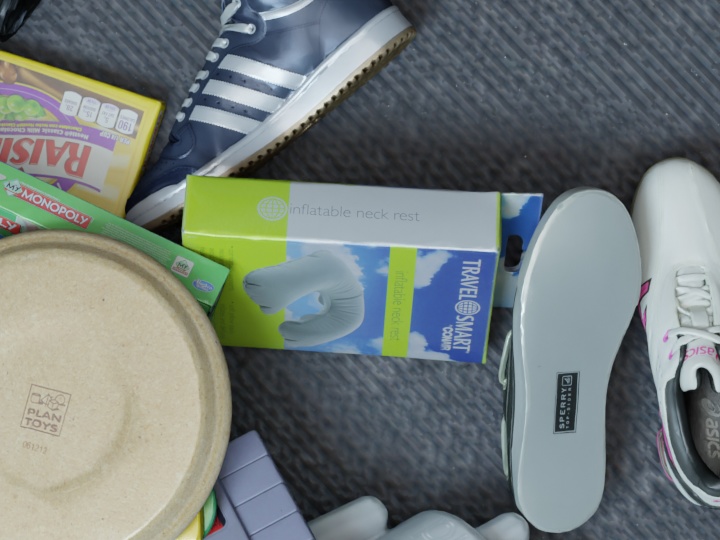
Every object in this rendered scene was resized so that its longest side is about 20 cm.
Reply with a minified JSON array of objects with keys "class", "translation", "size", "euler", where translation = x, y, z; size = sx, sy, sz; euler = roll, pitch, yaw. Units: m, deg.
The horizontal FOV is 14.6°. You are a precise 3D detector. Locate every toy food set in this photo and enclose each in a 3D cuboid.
[{"class":"toy food set","translation":[-0.167,0.077,1.521],"size":[0.199,0.049,0.199],"euler":[-1,85,4]}]

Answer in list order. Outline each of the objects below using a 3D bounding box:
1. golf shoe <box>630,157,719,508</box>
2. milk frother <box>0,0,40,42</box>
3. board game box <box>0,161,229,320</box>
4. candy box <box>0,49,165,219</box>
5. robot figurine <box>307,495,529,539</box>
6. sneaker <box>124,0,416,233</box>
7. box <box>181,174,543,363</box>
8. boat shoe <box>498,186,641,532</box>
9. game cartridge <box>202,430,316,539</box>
[{"class":"golf shoe","translation":[0.198,0.034,1.602],"size":[0.072,0.092,0.201],"euler":[-9,89,2]},{"class":"milk frother","translation":[-0.254,-0.223,1.545],"size":[0.188,0.200,0.181],"euler":[30,56,0]},{"class":"board game box","translation":[-0.179,-0.002,1.594],"size":[0.199,0.135,0.029],"euler":[26,58,0]},{"class":"candy box","translation":[-0.223,-0.080,1.644],"size":[0.199,0.026,0.103],"euler":[17,94,1]},{"class":"robot figurine","translation":[0.018,0.211,1.584],"size":[0.200,0.113,0.170],"euler":[-30,81,-25]},{"class":"sneaker","translation":[-0.077,-0.115,1.621],"size":[0.200,0.070,0.109],"euler":[-39,89,1]},{"class":"box","translation":[0.000,0.000,1.596],"size":[0.199,0.122,0.048],"euler":[3,57,0]},{"class":"boat shoe","translation":[0.110,0.046,1.609],"size":[0.070,0.064,0.201],"euler":[4,103,-16]},{"class":"game cartridge","translation":[-0.119,0.180,1.538],"size":[0.199,0.038,0.130],"euler":[-28,59,-5]}]
